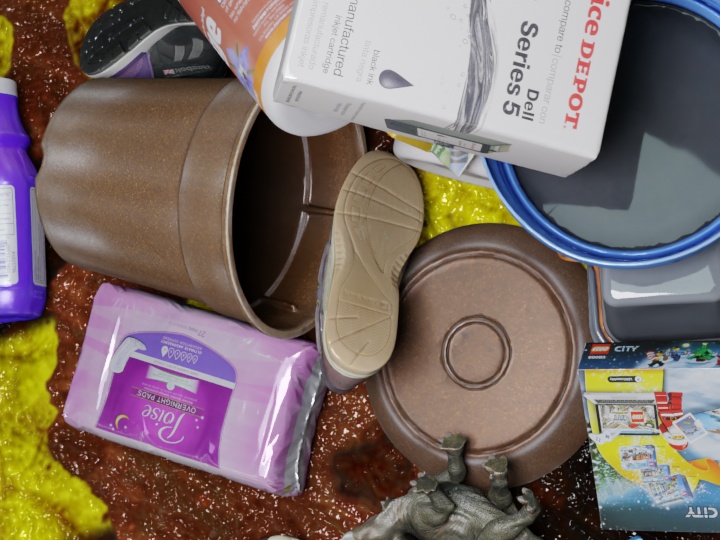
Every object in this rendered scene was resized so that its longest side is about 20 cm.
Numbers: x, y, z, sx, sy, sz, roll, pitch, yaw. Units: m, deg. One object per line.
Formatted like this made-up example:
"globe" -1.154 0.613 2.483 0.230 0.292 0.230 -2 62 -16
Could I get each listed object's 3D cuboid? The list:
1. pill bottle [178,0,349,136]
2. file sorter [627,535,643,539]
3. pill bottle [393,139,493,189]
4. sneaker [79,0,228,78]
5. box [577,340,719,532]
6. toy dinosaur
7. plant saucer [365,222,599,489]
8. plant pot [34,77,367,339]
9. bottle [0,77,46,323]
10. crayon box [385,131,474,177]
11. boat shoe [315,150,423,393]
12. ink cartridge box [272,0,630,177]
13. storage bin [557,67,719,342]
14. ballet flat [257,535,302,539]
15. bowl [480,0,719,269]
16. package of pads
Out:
"pill bottle" -0.063 -0.195 1.166 0.112 0.112 0.200 -44 58 11
"file sorter" 0.130 0.286 1.112 0.199 0.123 0.140 -25 87 1
"pill bottle" 0.101 -0.166 1.246 0.113 0.114 0.202 14 89 21
"sneaker" -0.123 -0.193 1.336 0.199 0.087 0.076 -20 54 35
"box" 0.256 0.115 1.162 0.198 0.038 0.138 -1 119 20
"toy dinosaur" 0.085 0.185 1.240 0.198 0.077 0.103 9 132 9
"plant saucer" 0.090 0.063 1.269 0.198 0.034 0.202 -2 84 21
"plant pot" -0.125 -0.062 1.289 0.197 0.200 0.202 9 87 29
"bottle" -0.306 -0.058 1.411 0.083 0.065 0.202 -7 82 19
"crayon box" 0.030 -0.176 1.197 0.200 0.051 0.126 44 107 33
"boat shoe" 0.000 0.000 1.265 0.071 0.065 0.201 19 54 -16
"ink cartridge box" 0.059 -0.155 1.040 0.198 0.084 0.147 13 84 -6
"storage bin" 0.201 -0.045 1.174 0.144 0.134 0.202 -3 79 13
"ballet flat" -0.121 0.267 1.312 0.199 0.057 0.067 -32 75 14
"bowl" 0.176 -0.098 1.100 0.199 0.039 0.203 -3 79 14
"package of pads" -0.124 0.092 1.322 0.198 0.076 0.122 15 88 21
